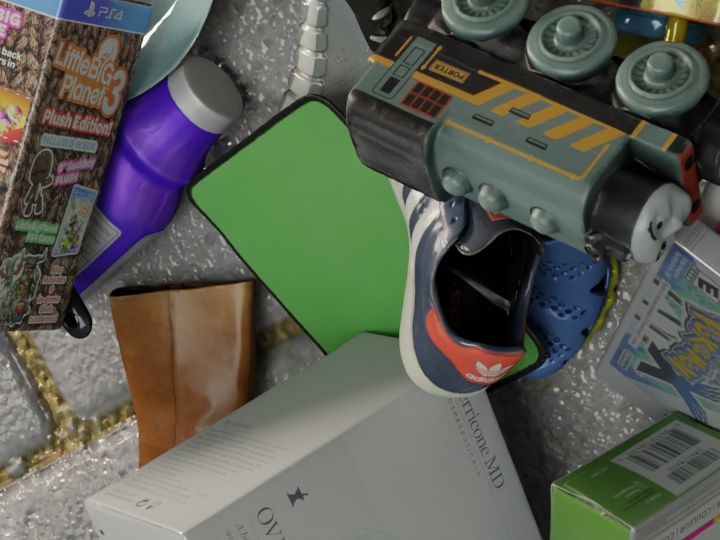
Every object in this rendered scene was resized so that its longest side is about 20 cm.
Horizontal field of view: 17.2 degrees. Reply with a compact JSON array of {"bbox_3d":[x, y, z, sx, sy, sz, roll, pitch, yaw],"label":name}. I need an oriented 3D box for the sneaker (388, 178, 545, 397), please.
[{"bbox_3d":[0.060,-0.037,1.248,0.084,0.075,0.200,155,110,-64],"label":"sneaker"}]

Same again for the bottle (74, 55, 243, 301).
[{"bbox_3d":[-0.151,-0.051,1.425,0.200,0.065,0.084,-41,80,29],"label":"bottle"}]

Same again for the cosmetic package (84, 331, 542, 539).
[{"bbox_3d":[-0.009,0.171,1.316,0.123,0.200,0.200,7,124,57],"label":"cosmetic package"}]

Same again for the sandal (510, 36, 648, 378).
[{"bbox_3d":[0.108,-0.029,1.296,0.079,0.087,0.200,22,116,17],"label":"sandal"}]

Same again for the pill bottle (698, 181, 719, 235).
[{"bbox_3d":[0.271,0.002,1.212,0.200,0.109,0.109,32,117,14],"label":"pill bottle"}]

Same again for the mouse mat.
[{"bbox_3d":[0.000,0.000,1.349,0.200,0.008,0.161,50,143,-8],"label":"mouse mat"}]

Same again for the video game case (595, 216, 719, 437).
[{"bbox_3d":[0.215,0.070,1.240,0.182,0.022,0.200,39,159,10],"label":"video game case"}]

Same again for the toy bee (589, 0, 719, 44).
[{"bbox_3d":[0.146,-0.144,1.223,0.200,0.109,0.131,-8,93,22],"label":"toy bee"}]

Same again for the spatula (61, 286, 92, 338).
[{"bbox_3d":[-0.212,-0.044,1.412,0.056,0.021,0.200,-38,74,28],"label":"spatula"}]

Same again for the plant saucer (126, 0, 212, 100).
[{"bbox_3d":[-0.159,-0.196,1.393,0.201,0.039,0.201,4,100,25],"label":"plant saucer"}]

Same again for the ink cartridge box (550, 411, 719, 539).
[{"bbox_3d":[0.156,0.189,1.302,0.059,0.104,0.200,26,129,39],"label":"ink cartridge box"}]

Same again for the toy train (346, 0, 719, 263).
[{"bbox_3d":[0.089,-0.072,1.178,0.200,0.114,0.085,27,156,28],"label":"toy train"}]

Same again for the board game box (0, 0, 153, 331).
[{"bbox_3d":[-0.232,-0.083,1.355,0.159,0.097,0.200,21,98,23],"label":"board game box"}]

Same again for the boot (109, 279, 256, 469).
[{"bbox_3d":[-0.061,0.103,1.445,0.188,0.068,0.200,2,99,33],"label":"boot"}]

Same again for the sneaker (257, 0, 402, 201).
[{"bbox_3d":[0.021,-0.108,1.328,0.115,0.075,0.200,25,125,12],"label":"sneaker"}]
